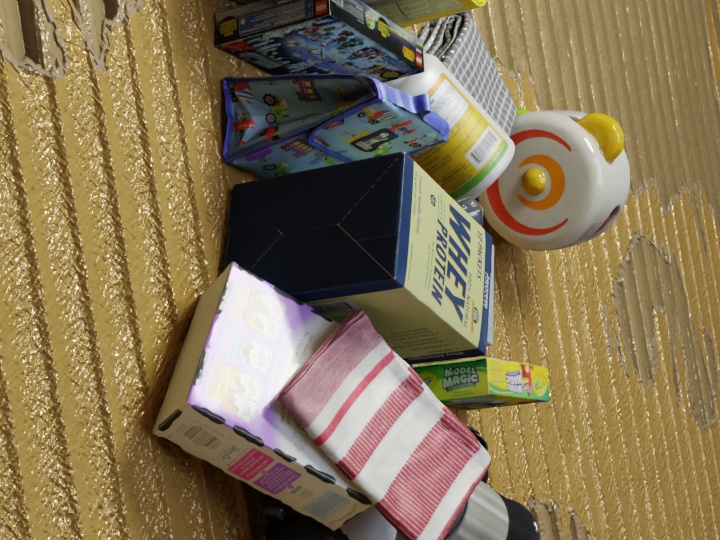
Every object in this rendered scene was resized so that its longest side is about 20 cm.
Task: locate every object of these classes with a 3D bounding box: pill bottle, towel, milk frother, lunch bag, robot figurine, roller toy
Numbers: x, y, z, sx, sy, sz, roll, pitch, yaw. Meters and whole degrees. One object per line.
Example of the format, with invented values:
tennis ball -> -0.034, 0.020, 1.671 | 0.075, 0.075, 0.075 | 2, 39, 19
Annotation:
pill bottle -> 0.075, -0.178, 1.819 | 0.200, 0.111, 0.111 | 46, 39, -16
towel -> 0.027, 0.146, 1.437 | 0.200, 0.023, 0.144 | 48, 44, -6
milk frother -> 0.143, 0.309, 1.734 | 0.188, 0.199, 0.181 | 38, 53, -50
lunch bag -> -0.016, -0.151, 1.588 | 0.150, 0.199, 0.094 | 23, 61, -56
robot figurine -> -0.029, 0.258, 1.510 | 0.151, 0.124, 0.200 | 93, 13, -47
roller toy -> 0.253, -0.119, 2.077 | 0.140, 0.199, 0.183 | -11, 105, -61
towel -> 0.121, -0.206, 1.974 | 0.166, 0.085, 0.200 | 59, 35, -32

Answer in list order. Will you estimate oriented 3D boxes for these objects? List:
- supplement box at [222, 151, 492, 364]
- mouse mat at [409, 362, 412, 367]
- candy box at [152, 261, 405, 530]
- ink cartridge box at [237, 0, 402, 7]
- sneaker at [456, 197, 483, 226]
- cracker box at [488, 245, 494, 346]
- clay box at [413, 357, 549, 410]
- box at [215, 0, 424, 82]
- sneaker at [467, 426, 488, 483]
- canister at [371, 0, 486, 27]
supplement box -> 0.000, 0.000, 1.569 | 0.200, 0.199, 0.135 | 39, 50, -52
mouse mat -> 0.035, 0.145, 1.682 | 0.161, 0.007, 0.201 | 114, -15, -61
candy box -> -0.070, 0.116, 1.447 | 0.200, 0.072, 0.168 | 31, 47, -17
ink cartridge box -> -0.052, -0.319, 1.613 | 0.200, 0.164, 0.075 | 7, 77, -60
sneaker -> 0.051, -0.075, 1.749 | 0.146, 0.077, 0.203 | -28, 88, -41
cracker box -> 0.093, 0.002, 1.884 | 0.200, 0.057, 0.135 | 34, 53, -52
clay box -> 0.130, 0.134, 1.850 | 0.200, 0.115, 0.048 | 11, 72, -59
box -> -0.039, -0.235, 1.639 | 0.200, 0.136, 0.040 | 19, 65, -57
sneaker -> 0.115, 0.222, 1.828 | 0.200, 0.083, 0.072 | 35, 52, -53
canister -> 0.036, -0.335, 1.740 | 0.086, 0.199, 0.149 | 27, 58, -55
